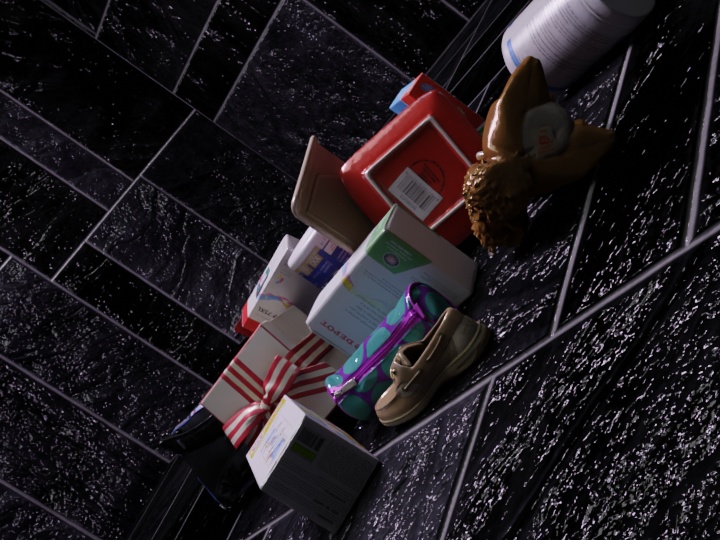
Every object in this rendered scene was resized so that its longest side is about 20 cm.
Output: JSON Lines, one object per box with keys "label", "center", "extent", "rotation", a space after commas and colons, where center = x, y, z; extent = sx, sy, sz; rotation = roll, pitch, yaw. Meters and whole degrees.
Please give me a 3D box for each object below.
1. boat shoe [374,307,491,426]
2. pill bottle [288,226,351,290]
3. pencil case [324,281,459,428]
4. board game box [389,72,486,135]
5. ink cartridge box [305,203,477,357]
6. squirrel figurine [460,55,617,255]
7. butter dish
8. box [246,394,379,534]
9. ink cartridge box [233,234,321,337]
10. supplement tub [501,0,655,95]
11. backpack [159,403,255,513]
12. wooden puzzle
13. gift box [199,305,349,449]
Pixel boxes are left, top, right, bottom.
{"label": "boat shoe", "center": [0.069, 0.110, 1.004], "extent": [0.200, 0.064, 0.071], "rotation": [-49, 11, 37]}
{"label": "pill bottle", "center": [0.000, 0.000, 1.330], "extent": [0.120, 0.200, 0.120], "rotation": [-53, 9, 12]}
{"label": "pencil case", "center": [0.040, 0.107, 1.092], "extent": [0.092, 0.085, 0.200], "rotation": [-6, -39, -53]}
{"label": "board game box", "center": [0.149, -0.224, 1.358], "extent": [0.040, 0.200, 0.153], "rotation": [-55, 8, -3]}
{"label": "ink cartridge box", "center": [0.041, 0.033, 1.171], "extent": [0.200, 0.145, 0.088], "rotation": [-50, 9, 31]}
{"label": "squirrel figurine", "center": [0.184, -0.125, 1.045], "extent": [0.200, 0.141, 0.187], "rotation": [-54, 2, -7]}
{"label": "butter dish", "center": [0.102, -0.128, 1.285], "extent": [0.199, 0.200, 0.148], "rotation": [-40, -6, 5]}
{"label": "box", "center": [-0.067, 0.240, 1.098], "extent": [0.102, 0.112, 0.200], "rotation": [-58, 10, -8]}
{"label": "ink cartridge box", "center": [-0.120, 0.056, 1.434], "extent": [0.200, 0.116, 0.067], "rotation": [-59, 18, 18]}
{"label": "supplement tub", "center": [0.305, -0.354, 1.229], "extent": [0.132, 0.132, 0.200], "rotation": [-61, 11, -30]}
{"label": "backpack", "center": [-0.230, 0.305, 1.561], "extent": [0.190, 0.200, 0.154], "rotation": [-43, 1, 41]}
{"label": "wooden puzzle", "center": [-0.017, -0.087, 1.269], "extent": [0.037, 0.200, 0.185], "rotation": [-38, 26, 32]}
{"label": "gift box", "center": [-0.100, 0.180, 1.302], "extent": [0.185, 0.200, 0.187], "rotation": [-57, -7, 16]}
